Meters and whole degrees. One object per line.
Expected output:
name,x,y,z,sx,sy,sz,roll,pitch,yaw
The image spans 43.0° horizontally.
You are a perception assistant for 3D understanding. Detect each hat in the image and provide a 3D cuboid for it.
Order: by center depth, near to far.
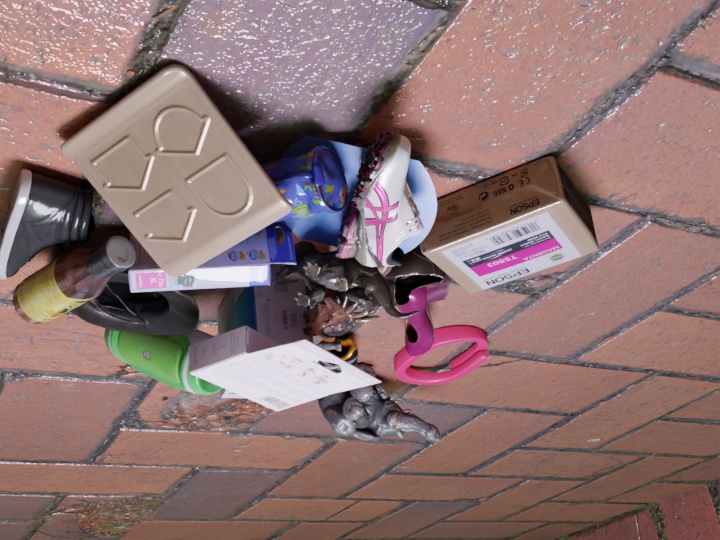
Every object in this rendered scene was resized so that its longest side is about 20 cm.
hat,-0.303,0.017,1.222,0.200,0.081,0.201,9,148,5

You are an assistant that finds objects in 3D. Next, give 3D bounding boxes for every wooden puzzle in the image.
wooden puzzle,-0.196,-0.106,0.994,0.185,0.046,0.200,-27,114,27

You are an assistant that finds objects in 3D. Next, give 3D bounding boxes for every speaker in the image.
speaker,-0.278,0.114,1.316,0.200,0.089,0.088,16,168,34

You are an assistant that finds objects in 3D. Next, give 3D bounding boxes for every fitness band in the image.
fitness band,0.146,0.155,1.651,0.143,0.038,0.200,10,147,-25

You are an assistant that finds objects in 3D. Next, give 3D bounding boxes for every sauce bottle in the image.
sauce bottle,-0.345,0.011,1.100,0.200,0.066,0.066,-22,150,39

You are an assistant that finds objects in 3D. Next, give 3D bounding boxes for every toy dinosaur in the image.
toy dinosaur,-0.021,0.005,1.124,0.200,0.102,0.077,7,119,10
toy dinosaur,0.000,0.000,1.200,0.086,0.136,0.200,10,142,-28

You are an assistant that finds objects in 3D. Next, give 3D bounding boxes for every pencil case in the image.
pencil case,-0.116,-0.085,1.055,0.200,0.078,0.087,-12,177,21

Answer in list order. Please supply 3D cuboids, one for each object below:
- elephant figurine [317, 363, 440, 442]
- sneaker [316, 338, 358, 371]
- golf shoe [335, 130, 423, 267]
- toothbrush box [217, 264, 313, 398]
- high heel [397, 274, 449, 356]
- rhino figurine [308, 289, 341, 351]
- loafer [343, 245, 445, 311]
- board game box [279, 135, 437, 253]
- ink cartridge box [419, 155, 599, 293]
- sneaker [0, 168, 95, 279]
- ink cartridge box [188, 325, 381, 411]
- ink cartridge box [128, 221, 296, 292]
elephant figurine,0.024,0.271,1.721,0.141,0.155,0.200,-43,131,16
sneaker,-0.096,0.143,1.535,0.200,0.078,0.077,-1,139,-20
golf shoe,0.034,-0.079,1.039,0.092,0.073,0.200,15,142,-4
toothbrush box,-0.143,0.084,1.321,0.085,0.147,0.200,5,149,-23
high heel,0.072,0.075,1.440,0.096,0.067,0.200,-9,139,-19
rhino figurine,-0.075,0.074,1.412,0.087,0.060,0.200,-8,151,-5
loafer,0.035,0.019,1.305,0.200,0.071,0.073,-28,146,21
board game box,-0.005,-0.095,1.107,0.200,0.039,0.158,13,133,2
ink cartridge box,0.198,-0.055,1.220,0.200,0.075,0.165,-21,148,23
sneaker,-0.379,-0.040,1.103,0.099,0.071,0.200,13,143,-25
ink cartridge box,-0.095,0.123,1.200,0.176,0.045,0.200,-19,150,23
ink cartridge box,-0.183,-0.025,1.130,0.200,0.119,0.042,-5,126,-8
